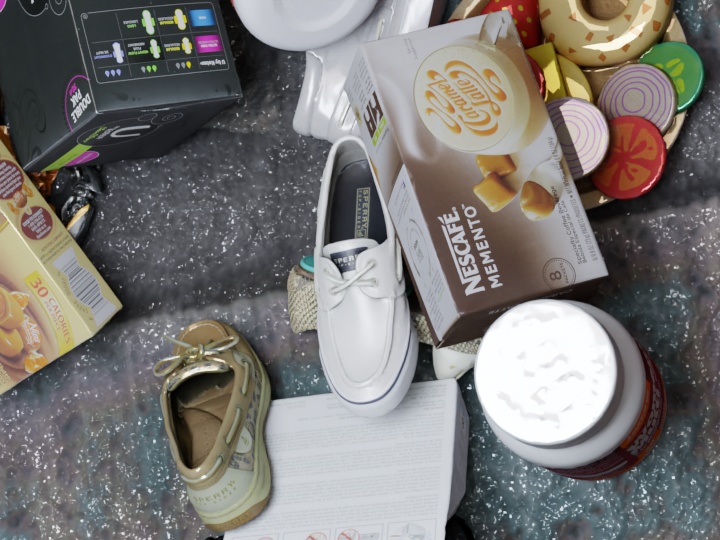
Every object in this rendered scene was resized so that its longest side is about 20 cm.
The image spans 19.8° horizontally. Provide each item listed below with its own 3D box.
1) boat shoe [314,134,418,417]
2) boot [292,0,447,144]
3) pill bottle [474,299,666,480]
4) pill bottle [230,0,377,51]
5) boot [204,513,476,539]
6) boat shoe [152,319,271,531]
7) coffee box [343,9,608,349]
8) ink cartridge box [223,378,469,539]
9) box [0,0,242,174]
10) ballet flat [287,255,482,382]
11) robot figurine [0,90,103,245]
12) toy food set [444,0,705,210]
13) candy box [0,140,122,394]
[{"bbox_3d":[0.000,0.000,1.423,0.072,0.066,0.201,-5,63,18],"label":"boat shoe"},{"bbox_3d":[0.008,-0.187,1.508,0.095,0.074,0.201,13,85,10],"label":"boot"},{"bbox_3d":[0.139,0.079,1.362,0.109,0.200,0.110,-2,80,14],"label":"pill bottle"},{"bbox_3d":[-0.063,-0.255,1.493,0.112,0.113,0.200,-35,45,7],"label":"pill bottle"},{"bbox_3d":[0.002,0.221,1.438,0.168,0.076,0.200,-43,76,6],"label":"boot"},{"bbox_3d":[-0.104,0.094,1.450,0.073,0.063,0.200,-28,37,7],"label":"boat shoe"},{"bbox_3d":[0.075,-0.062,1.394,0.114,0.080,0.201,-14,74,-15],"label":"coffee box"},{"bbox_3d":[-0.010,0.168,1.413,0.159,0.047,0.201,-7,44,14],"label":"ink cartridge box"},{"bbox_3d":[-0.190,-0.190,1.496,0.124,0.148,0.201,-10,81,-33],"label":"box"},{"bbox_3d":[0.039,0.040,1.474,0.199,0.068,0.076,10,105,22],"label":"ballet flat"},{"bbox_3d":[-0.271,-0.102,1.576,0.144,0.058,0.201,-6,78,13],"label":"robot figurine"},{"bbox_3d":[0.145,-0.136,1.477,0.199,0.049,0.199,-17,77,11],"label":"toy food set"},{"bbox_3d":[-0.280,-0.018,1.509,0.115,0.055,0.200,-30,99,30],"label":"candy box"}]
